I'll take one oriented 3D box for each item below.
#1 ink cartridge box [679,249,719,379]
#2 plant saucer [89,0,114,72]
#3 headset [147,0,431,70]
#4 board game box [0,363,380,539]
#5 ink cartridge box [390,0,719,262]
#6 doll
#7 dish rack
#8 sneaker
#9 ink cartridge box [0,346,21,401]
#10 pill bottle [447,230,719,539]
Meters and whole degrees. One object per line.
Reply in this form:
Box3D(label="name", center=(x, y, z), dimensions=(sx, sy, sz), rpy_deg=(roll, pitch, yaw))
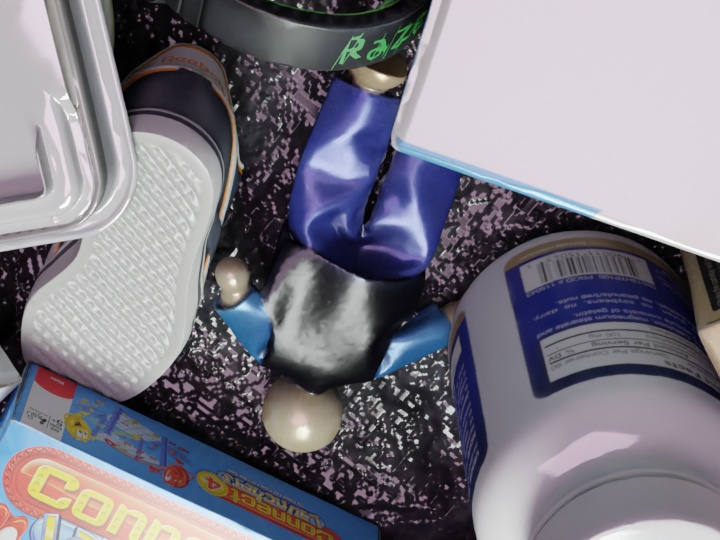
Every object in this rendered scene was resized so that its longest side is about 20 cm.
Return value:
Box3D(label="ink cartridge box", center=(0.208, 0.063, 0.697), dimensions=(0.075, 0.165, 0.201), rpy_deg=(-25, 104, 15))
Box3D(label="plant saucer", center=(-0.198, -0.110, 0.696), dimensions=(0.198, 0.050, 0.202), rpy_deg=(1, 108, 4))
Box3D(label="headset", center=(-0.050, -0.166, 0.675), dimensions=(0.200, 0.123, 0.094), rpy_deg=(40, 139, 17))
Box3D(label="board game box", center=(-0.120, 0.176, 0.822), dimensions=(0.199, 0.056, 0.197), rpy_deg=(26, 112, -12))
Box3D(label="ink cartridge box", center=(0.109, -0.113, 0.629), dimensions=(0.145, 0.200, 0.147), rpy_deg=(19, 109, 0))
Box3D(label="doll", center=(0.000, 0.000, 0.763), dimensions=(0.135, 0.049, 0.201), rpy_deg=(12, 114, -20))
Box3D(label="dish rack", center=(-0.199, -0.079, 0.654), dimensions=(0.198, 0.044, 0.173), rpy_deg=(-9, 105, 10))
Box3D(label="sneaker", center=(-0.101, -0.018, 0.763), dimensions=(0.078, 0.080, 0.200), rpy_deg=(23, 136, -10))
Box3D(label="ink cartridge box", center=(-0.277, 0.059, 0.779), dimensions=(0.200, 0.083, 0.146), rpy_deg=(-42, 74, 19))
Box3D(label="pill bottle", center=(0.102, 0.079, 0.688), dimensions=(0.118, 0.201, 0.121), rpy_deg=(-1, 119, -1))
